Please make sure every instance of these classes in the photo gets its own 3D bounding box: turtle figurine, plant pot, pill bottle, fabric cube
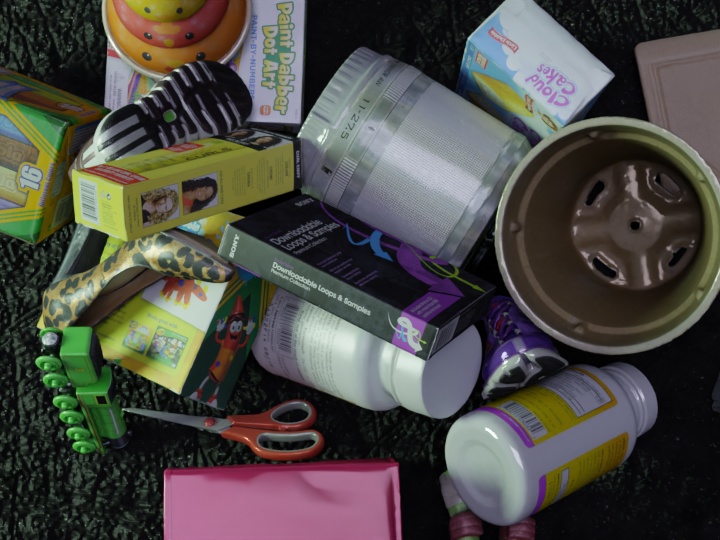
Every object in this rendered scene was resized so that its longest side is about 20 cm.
[{"bbox_3d":[0.130,0.270,1.143,0.143,0.200,0.195,-7,63,13],"label":"turtle figurine"},{"bbox_3d":[0.241,-0.036,1.160,0.200,0.183,0.201,2,96,20],"label":"plant pot"},{"bbox_3d":[0.005,0.064,1.157,0.199,0.114,0.115,16,82,38],"label":"pill bottle"},{"bbox_3d":[0.180,0.149,1.161,0.199,0.104,0.105,-19,82,-36],"label":"pill bottle"},{"bbox_3d":[-0.061,0.269,1.134,0.198,0.200,0.197,-2,82,0],"label":"fabric cube"}]

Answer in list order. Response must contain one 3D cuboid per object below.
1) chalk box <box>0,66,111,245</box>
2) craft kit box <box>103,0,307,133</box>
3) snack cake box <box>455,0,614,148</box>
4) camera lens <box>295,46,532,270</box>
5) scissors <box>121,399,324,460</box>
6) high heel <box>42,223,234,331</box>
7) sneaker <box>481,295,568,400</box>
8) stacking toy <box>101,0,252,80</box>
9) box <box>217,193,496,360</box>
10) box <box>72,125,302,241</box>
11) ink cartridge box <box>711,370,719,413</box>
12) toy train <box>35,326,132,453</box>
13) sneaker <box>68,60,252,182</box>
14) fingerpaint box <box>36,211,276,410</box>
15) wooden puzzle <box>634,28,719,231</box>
[{"bbox_3d":[-0.359,-0.126,1.204,0.199,0.124,0.124,22,106,2],"label":"chalk box"},{"bbox_3d":[-0.152,-0.240,1.275,0.197,0.049,0.201,1,83,-2],"label":"craft kit box"},{"bbox_3d":[0.155,-0.171,1.184,0.067,0.200,0.115,-45,85,-4],"label":"snack cake box"},{"bbox_3d":[0.050,-0.096,1.197,0.200,0.160,0.160,32,84,4],"label":"camera lens"},{"bbox_3d":[-0.133,0.152,1.221,0.199,0.014,0.073,-1,43,0],"label":"scissors"},{"bbox_3d":[-0.194,0.026,1.106,0.200,0.071,0.143,19,89,38],"label":"high heel"},{"bbox_3d":[0.134,0.064,1.157,0.080,0.200,0.084,-24,90,5],"label":"sneaker"},{"bbox_3d":[-0.178,-0.264,1.156,0.145,0.200,0.147,0,83,1],"label":"stacking toy"},{"bbox_3d":[0.000,0.000,1.072,0.199,0.143,0.036,25,112,17],"label":"box"},{"bbox_3d":[-0.145,-0.078,1.099,0.075,0.200,0.050,19,119,40],"label":"box"},{"bbox_3d":[0.456,0.099,1.209,0.199,0.083,0.146,21,84,2],"label":"ink cartridge box"},{"bbox_3d":[-0.249,0.112,1.163,0.056,0.200,0.042,-1,56,1],"label":"toy train"},{"bbox_3d":[-0.197,-0.130,1.192,0.115,0.200,0.076,-25,95,42],"label":"sneaker"},{"bbox_3d":[-0.181,0.015,1.184,0.199,0.073,0.167,18,82,35],"label":"fingerpaint box"},{"bbox_3d":[0.378,-0.145,1.267,0.184,0.037,0.201,-10,79,0],"label":"wooden puzzle"}]
